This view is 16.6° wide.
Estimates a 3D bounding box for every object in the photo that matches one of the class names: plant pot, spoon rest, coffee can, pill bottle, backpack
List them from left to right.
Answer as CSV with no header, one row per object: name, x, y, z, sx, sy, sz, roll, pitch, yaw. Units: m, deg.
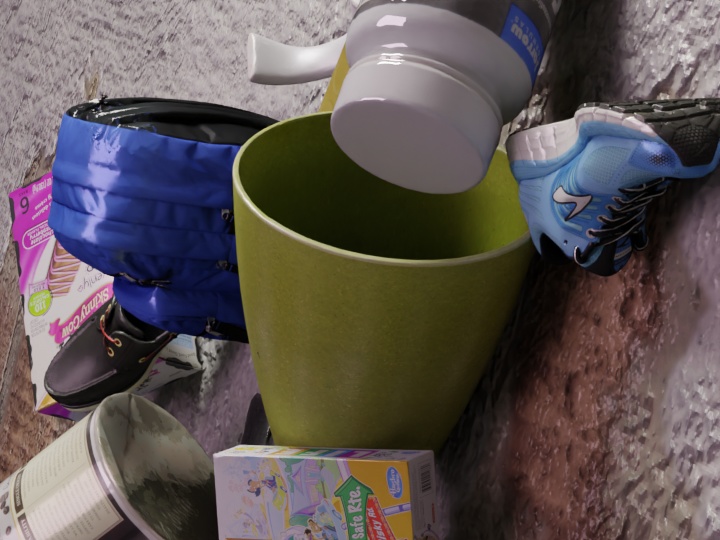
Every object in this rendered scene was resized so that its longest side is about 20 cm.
coffee can,-0.214,0.206,1.845,0.200,0.146,0.147,-38,40,21
backpack,-0.121,-0.039,1.762,0.162,0.200,0.168,9,88,66
spoon rest,0.001,-0.183,1.746,0.200,0.061,0.100,-27,56,45
plant pot,0.006,0.034,1.501,0.187,0.187,0.200,-118,30,-55
pill bottle,0.058,-0.152,1.448,0.114,0.114,0.200,-34,32,59

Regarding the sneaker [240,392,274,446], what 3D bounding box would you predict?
sneaker,-0.056,0.170,1.705,0.104,0.060,0.200,-37,42,56

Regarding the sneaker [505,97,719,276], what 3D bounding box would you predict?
sneaker,0.145,-0.044,1.342,0.200,0.078,0.090,161,104,-71

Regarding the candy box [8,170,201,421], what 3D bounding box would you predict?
candy box,-0.211,0.007,2.020,0.136,0.061,0.200,-25,64,31

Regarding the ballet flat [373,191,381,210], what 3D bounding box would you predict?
ballet flat,0.000,0.000,1.646,0.200,0.063,0.069,116,144,-46

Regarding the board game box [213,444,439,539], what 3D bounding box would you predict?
board game box,-0.016,0.206,1.467,0.134,0.034,0.201,-1,96,29

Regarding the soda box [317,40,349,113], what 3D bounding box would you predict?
soda box,0.037,-0.158,1.625,0.068,0.064,0.200,-119,44,-56

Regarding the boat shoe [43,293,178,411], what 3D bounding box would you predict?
boat shoe,-0.173,0.038,1.909,0.201,0.063,0.074,-35,63,20
